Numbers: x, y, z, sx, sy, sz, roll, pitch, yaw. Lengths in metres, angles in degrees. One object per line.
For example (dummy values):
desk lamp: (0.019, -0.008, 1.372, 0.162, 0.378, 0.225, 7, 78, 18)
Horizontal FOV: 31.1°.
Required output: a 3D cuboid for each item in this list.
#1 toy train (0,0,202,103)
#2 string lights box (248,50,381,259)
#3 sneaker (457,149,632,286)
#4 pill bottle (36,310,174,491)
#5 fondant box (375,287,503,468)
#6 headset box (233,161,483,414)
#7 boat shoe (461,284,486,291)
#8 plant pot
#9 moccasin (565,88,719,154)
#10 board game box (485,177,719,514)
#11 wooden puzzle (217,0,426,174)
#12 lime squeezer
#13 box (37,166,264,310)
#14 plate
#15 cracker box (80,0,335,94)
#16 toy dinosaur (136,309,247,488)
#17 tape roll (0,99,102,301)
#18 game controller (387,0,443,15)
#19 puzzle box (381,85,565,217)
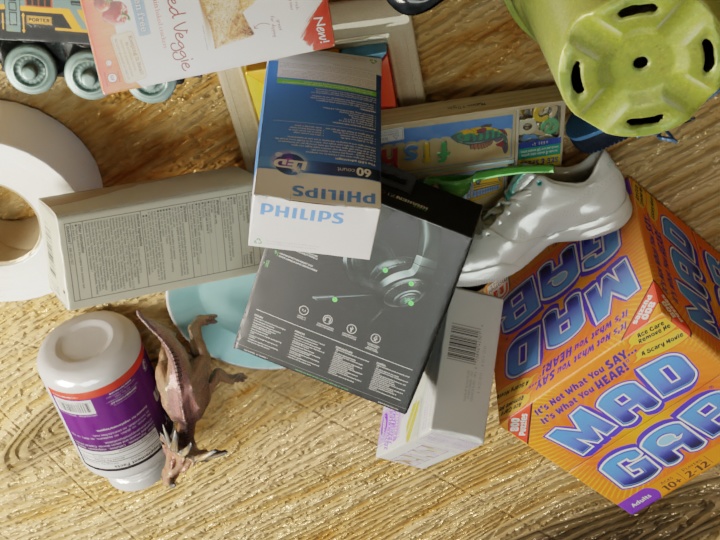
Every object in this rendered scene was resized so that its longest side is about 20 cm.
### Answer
toy train: (-0.232, -0.214, 1.127, 0.199, 0.085, 0.114, 4, 121, -3)
string lights box: (-0.036, -0.104, 1.087, 0.102, 0.200, 0.059, 7, 135, -5)
sneaker: (0.152, -0.057, 1.226, 0.199, 0.075, 0.089, -24, 122, 2)
pill bottle: (-0.271, 0.148, 1.415, 0.112, 0.113, 0.200, -7, 131, 7)
fondant box: (0.077, 0.113, 1.304, 0.058, 0.145, 0.200, 13, 162, -10)
headset box: (0.000, 0.000, 1.175, 0.174, 0.093, 0.201, 20, 114, 4)
boat shoe: (0.031, -0.017, 1.298, 0.199, 0.074, 0.076, 2, 174, -9)
plant pot: (0.216, -0.212, 1.048, 0.200, 0.185, 0.201, 0, 131, 0)
moccasin: (0.283, -0.156, 1.166, 0.200, 0.081, 0.068, -28, 129, 24)
board game box: (0.269, 0.077, 1.285, 0.200, 0.200, 0.200, 35, 123, -26)
wooden puzzle: (-0.032, -0.151, 1.203, 0.184, 0.037, 0.200, -7, 130, 7)
lime squeezer: (0.082, -0.059, 1.201, 0.200, 0.071, 0.038, -39, 164, 18)
box: (-0.191, -0.034, 1.213, 0.199, 0.078, 0.095, -10, 109, -24)
plate: (-0.104, 0.027, 1.365, 0.199, 0.026, 0.201, 1, 131, 1)
cracker box: (-0.130, -0.234, 1.065, 0.199, 0.058, 0.134, -14, 112, -8)
toy dinosaur: (-0.183, 0.131, 1.352, 0.086, 0.136, 0.200, -1, 138, 12)
tape roll: (-0.355, -0.066, 1.259, 0.202, 0.071, 0.203, 1, 131, 1)
game controller: (0.086, -0.296, 1.049, 0.200, 0.042, 0.105, -31, 92, 26)
puzzle box: (0.092, -0.102, 1.224, 0.199, 0.025, 0.133, -9, 135, -4)
